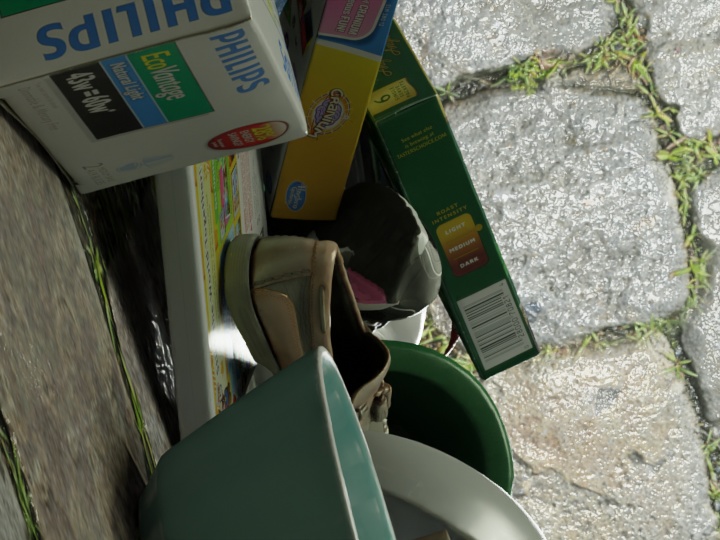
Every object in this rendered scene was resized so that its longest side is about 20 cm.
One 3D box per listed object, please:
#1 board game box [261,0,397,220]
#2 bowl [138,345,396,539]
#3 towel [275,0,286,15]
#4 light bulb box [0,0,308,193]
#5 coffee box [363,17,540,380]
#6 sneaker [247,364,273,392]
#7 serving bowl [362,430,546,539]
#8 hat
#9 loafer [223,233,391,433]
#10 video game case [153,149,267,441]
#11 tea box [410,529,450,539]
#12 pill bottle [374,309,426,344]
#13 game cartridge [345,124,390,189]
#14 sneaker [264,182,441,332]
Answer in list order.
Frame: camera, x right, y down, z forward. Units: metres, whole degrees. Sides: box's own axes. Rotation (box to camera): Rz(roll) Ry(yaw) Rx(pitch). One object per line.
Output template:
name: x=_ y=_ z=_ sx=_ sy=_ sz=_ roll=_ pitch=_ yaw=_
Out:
board game box: x=-0.023 y=-0.152 z=1.683 sx=0.153 sy=0.040 sz=0.200 roll=-102 pitch=-159 yaw=-44
bowl: x=-0.039 y=0.146 z=1.399 sx=0.201 sy=0.105 sz=0.201 roll=-16 pitch=90 yaw=-87
towel: x=-0.116 y=-0.207 z=1.577 sx=0.200 sy=0.049 sz=0.112 roll=46 pitch=25 yaw=-12
light bulb box: x=-0.117 y=-0.164 z=1.396 sx=0.198 sy=0.125 sz=0.200 roll=62 pitch=13 yaw=-76
coffee box: x=0.044 y=-0.046 z=1.761 sx=0.123 sy=0.044 sz=0.200 roll=-115 pitch=-179 yaw=-58
sneaker: x=-0.022 y=0.101 z=1.876 sx=0.078 sy=0.099 sz=0.200 roll=-100 pitch=174 yaw=-69
serving bowl: x=0.027 y=0.149 z=1.630 sx=0.066 sy=0.200 sz=0.200 roll=-61 pitch=149 yaw=-32
hat: x=-0.007 y=0.117 z=1.816 sx=0.176 sy=0.200 sz=0.166 roll=-170 pitch=-99 yaw=-71
loafer: x=-0.014 y=0.049 z=1.629 sx=0.200 sy=0.063 sz=0.072 roll=60 pitch=29 yaw=-50
video game case: x=-0.078 y=-0.021 z=1.601 sx=0.182 sy=0.023 sz=0.200 roll=-73 pitch=162 yaw=-62
tea box: x=0.023 y=0.279 z=1.534 sx=0.197 sy=0.133 sz=0.200 roll=71 pitch=4 yaw=-46
pill bottle: x=-0.008 y=-0.001 z=1.971 sx=0.112 sy=0.112 sz=0.200 roll=70 pitch=23 yaw=-45
game cartridge: x=-0.003 y=-0.123 z=1.856 sx=0.130 sy=0.038 sz=0.200 roll=-101 pitch=-178 yaw=-53
sneaker: x=0.000 y=0.000 z=1.738 sx=0.086 sy=0.080 sz=0.200 roll=42 pitch=-9 yaw=-26
